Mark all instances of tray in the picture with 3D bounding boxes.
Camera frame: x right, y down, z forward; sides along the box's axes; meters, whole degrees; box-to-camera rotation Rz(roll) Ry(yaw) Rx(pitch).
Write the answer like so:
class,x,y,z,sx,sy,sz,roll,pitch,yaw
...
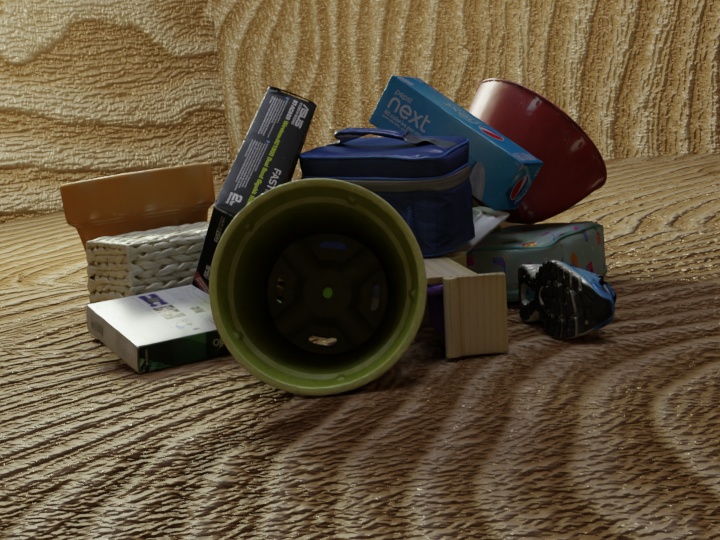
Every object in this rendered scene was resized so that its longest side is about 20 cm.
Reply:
class,x,y,z,sx,sy,sz,roll,pitch,yaw
tray,0.081,-0.013,1.663,0.200,0.022,0.107,-40,14,-5

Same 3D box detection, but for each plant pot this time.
class,x,y,z,sx,sy,sz,roll,pitch,yaw
plant pot,-0.037,0.020,1.386,0.200,0.201,0.184,-6,-4,1
plant pot,-0.282,-0.037,1.874,0.200,0.184,0.200,-9,4,1

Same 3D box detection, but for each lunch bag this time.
class,x,y,z,sx,sy,sz,roll,pitch,yaw
lunch bag,0.024,-0.094,1.587,0.200,0.133,0.136,3,14,23
lunch bag,0.202,-0.011,1.727,0.160,0.077,0.200,-5,7,32

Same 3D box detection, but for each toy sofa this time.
class,x,y,z,sx,sy,sz,roll,pitch,yaw
toy sofa,0.084,0.033,1.475,0.097,0.083,0.200,-4,8,-9

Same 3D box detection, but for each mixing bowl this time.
class,x,y,z,sx,sy,sz,roll,pitch,yaw
mixing bowl,0.193,-0.129,1.753,0.108,0.200,0.200,-51,24,-15

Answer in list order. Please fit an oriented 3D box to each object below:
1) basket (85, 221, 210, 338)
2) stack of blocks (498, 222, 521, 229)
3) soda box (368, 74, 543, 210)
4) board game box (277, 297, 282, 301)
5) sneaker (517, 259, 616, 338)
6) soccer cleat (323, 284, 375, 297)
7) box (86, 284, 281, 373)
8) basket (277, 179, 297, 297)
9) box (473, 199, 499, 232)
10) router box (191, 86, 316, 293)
class,x,y,z,sx,sy,sz,roll,pitch,yaw
basket,-0.224,0.011,1.731,0.200,0.124,0.135,-12,10,-34
stack of blocks,0.128,-0.101,1.893,0.115,0.059,0.200,-2,-35,39
soda box,0.111,-0.151,1.672,0.200,0.068,0.064,37,21,23
board game box,-0.035,0.027,1.830,0.200,0.030,0.095,-15,12,-34
sneaker,0.229,0.022,1.482,0.090,0.079,0.200,-4,8,-9
soccer cleat,0.000,0.000,1.701,0.067,0.081,0.200,23,65,43
box,-0.187,0.058,1.589,0.200,0.036,0.144,-12,24,-30
basket,-0.076,-0.050,1.801,0.149,0.143,0.200,-14,12,-31
box,0.069,-0.078,1.791,0.122,0.200,0.048,-38,36,15
router box,-0.119,-0.084,1.591,0.062,0.150,0.200,21,51,-3
